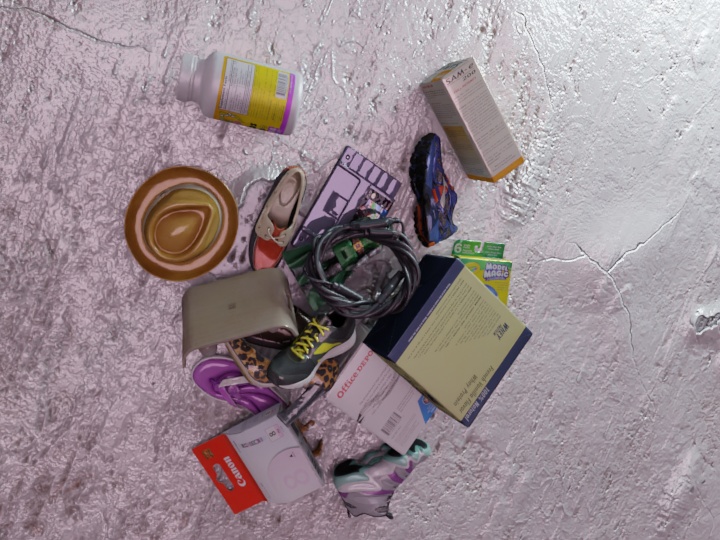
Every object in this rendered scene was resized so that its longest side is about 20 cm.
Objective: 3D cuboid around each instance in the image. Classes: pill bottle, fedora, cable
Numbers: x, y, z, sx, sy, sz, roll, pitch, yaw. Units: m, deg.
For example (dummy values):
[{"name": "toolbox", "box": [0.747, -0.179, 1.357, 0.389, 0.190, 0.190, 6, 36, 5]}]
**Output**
[{"name": "pill bottle", "box": [-0.197, -0.293, 1.163, 0.194, 0.104, 0.107, 11, 97, -15]}, {"name": "fedora", "box": [-0.297, -0.074, 1.187, 0.194, 0.082, 0.207, -3, 101, -14]}, {"name": "cable", "box": [0.000, 0.000, 1.191, 0.194, 0.051, 0.168, -10, 86, -14]}]

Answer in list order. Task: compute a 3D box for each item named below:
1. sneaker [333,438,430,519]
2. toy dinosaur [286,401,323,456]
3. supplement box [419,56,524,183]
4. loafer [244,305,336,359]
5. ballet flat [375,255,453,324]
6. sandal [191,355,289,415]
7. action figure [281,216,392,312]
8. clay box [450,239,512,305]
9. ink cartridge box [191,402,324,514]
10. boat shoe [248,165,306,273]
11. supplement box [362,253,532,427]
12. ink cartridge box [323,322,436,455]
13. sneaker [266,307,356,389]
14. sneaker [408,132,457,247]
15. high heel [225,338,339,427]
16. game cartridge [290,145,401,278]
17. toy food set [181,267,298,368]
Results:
[{"name": "sneaker", "box": [0.054, 0.414, 1.371, 0.195, 0.078, 0.144, -18, 105, 0]}, {"name": "toy dinosaur", "box": [-0.125, 0.329, 1.327, 0.103, 0.061, 0.205, 14, 108, -4]}, {"name": "supplement box", "box": [0.195, -0.263, 1.255, 0.073, 0.126, 0.203, -33, 107, -5]}, {"name": "loafer", "box": [-0.112, 0.105, 1.261, 0.194, 0.074, 0.072, 11, 120, -15]}, {"name": "ballet flat", "box": [0.098, 0.042, 1.311, 0.069, 0.069, 0.201, 39, 88, -17]}, {"name": "sandal", "box": [-0.208, 0.216, 1.277, 0.200, 0.050, 0.084, 30, 92, -19]}, {"name": "action figure", "box": [-0.026, -0.032, 1.249, 0.197, 0.055, 0.120, -33, 103, -10]}, {"name": "clay box", "box": [0.222, 0.049, 1.357, 0.111, 0.048, 0.207, 3, 100, -15]}, {"name": "ink cartridge box", "box": [-0.185, 0.353, 1.280, 0.196, 0.057, 0.165, -28, 106, 5]}, {"name": "boat shoe", "box": [-0.143, -0.084, 1.236, 0.070, 0.063, 0.205, 20, 96, -18]}, {"name": "supplement box", "box": [0.149, 0.116, 1.231, 0.199, 0.134, 0.202, 40, 82, -17]}, {"name": "ink cartridge box", "box": [0.039, 0.217, 1.322, 0.199, 0.084, 0.146, 38, 88, -18]}, {"name": "sneaker", "box": [-0.081, 0.116, 1.182, 0.199, 0.074, 0.086, -35, 145, -40]}, {"name": "sneaker", "box": [0.137, -0.148, 1.297, 0.076, 0.075, 0.206, -11, 110, -20]}, {"name": "high heel", "box": [-0.136, 0.147, 1.232, 0.142, 0.071, 0.201, -40, 87, -17]}, {"name": "game cartridge", "box": [-0.023, -0.102, 1.278, 0.128, 0.038, 0.203, 30, 92, -13]}, {"name": "toy food set", "box": [-0.208, 0.080, 1.197, 0.194, 0.145, 0.061, -14, 132, -3]}]
